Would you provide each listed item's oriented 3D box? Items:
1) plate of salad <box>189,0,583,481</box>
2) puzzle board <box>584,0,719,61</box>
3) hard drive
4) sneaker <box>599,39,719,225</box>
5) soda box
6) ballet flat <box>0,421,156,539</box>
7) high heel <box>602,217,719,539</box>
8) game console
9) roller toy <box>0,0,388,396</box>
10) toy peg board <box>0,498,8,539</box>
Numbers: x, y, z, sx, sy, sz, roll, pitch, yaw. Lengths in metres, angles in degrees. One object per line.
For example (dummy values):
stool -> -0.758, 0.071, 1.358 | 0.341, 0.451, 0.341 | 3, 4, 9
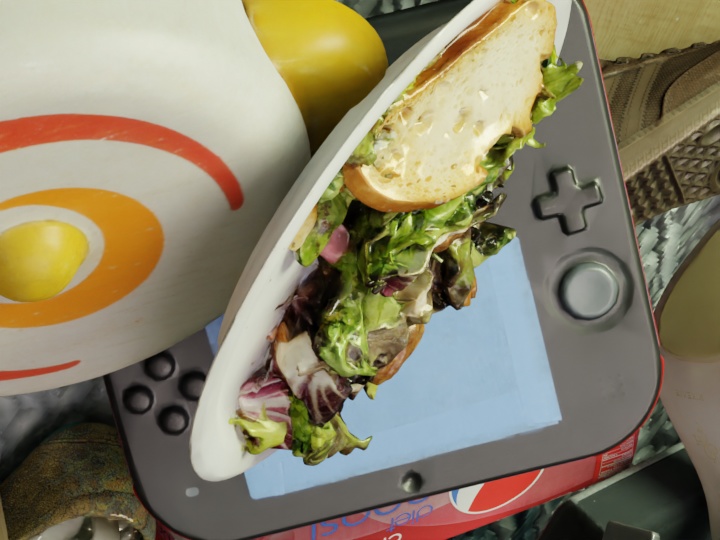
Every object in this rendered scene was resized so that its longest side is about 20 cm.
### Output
plate of salad -> 0.016, -0.009, 0.904 | 0.200, 0.048, 0.200 | -51, 166, -17
puzzle board -> 0.164, -0.165, 1.079 | 0.150, 0.017, 0.201 | 5, 121, -34
hard drive -> 0.124, 0.128, 1.217 | 0.200, 0.033, 0.140 | -20, 145, -49
sneaker -> 0.094, -0.057, 1.074 | 0.199, 0.076, 0.071 | -30, 154, -8
soda box -> 0.013, 0.068, 1.130 | 0.199, 0.070, 0.064 | -17, 134, -21
ballet flat -> -0.153, 0.144, 1.090 | 0.200, 0.071, 0.071 | -46, 135, 8
high heel -> 0.179, 0.053, 1.129 | 0.142, 0.071, 0.201 | 20, 93, -41
game console -> 0.000, 0.000, 1.015 | 0.199, 0.031, 0.178 | -14, 110, 0
roller toy -> -0.110, -0.050, 0.875 | 0.199, 0.140, 0.182 | 14, 137, -39
toy peg board -> -0.200, 0.102, 0.944 | 0.098, 0.200, 0.199 | -26, 137, 9
